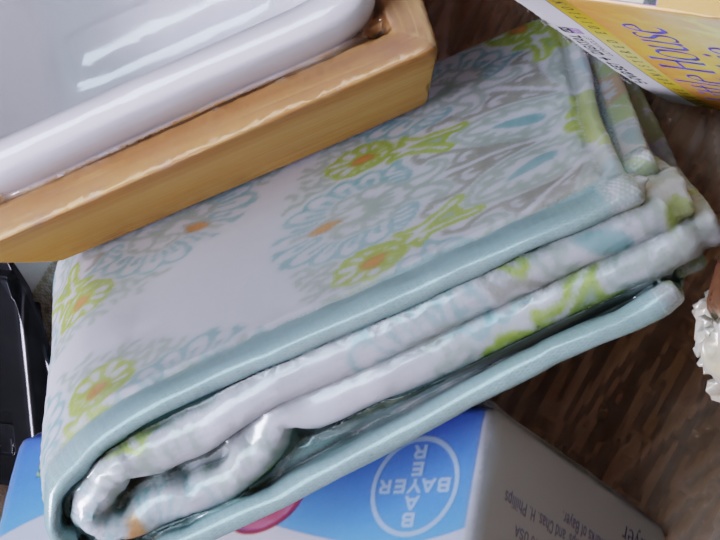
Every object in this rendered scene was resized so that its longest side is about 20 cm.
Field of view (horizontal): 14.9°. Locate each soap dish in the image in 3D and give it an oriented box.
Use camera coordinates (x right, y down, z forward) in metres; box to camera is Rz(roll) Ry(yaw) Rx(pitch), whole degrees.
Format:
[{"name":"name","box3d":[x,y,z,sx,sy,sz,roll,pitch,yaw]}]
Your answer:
[{"name":"soap dish","box3d":[-0.069,-0.109,0.842,0.157,0.081,0.201,-23,61,10]}]

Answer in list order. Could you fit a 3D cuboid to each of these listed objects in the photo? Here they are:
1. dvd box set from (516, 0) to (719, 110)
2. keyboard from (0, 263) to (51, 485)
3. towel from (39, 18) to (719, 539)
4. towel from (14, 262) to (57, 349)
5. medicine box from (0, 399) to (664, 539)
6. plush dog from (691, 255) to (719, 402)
[{"name":"dvd box set","box3d":[0.152,-0.054,0.692,0.199,0.146,0.030,11,86,24]},{"name":"keyboard","box3d":[-0.170,0.055,0.982,0.199,0.021,0.128,3,101,47]},{"name":"towel","box3d":[0.000,0.000,0.799,0.199,0.048,0.171,-24,21,6]},{"name":"towel","box3d":[-0.100,-0.044,0.935,0.200,0.024,0.147,40,112,17]},{"name":"medicine box","box3d":[-0.024,0.152,0.799,0.181,0.103,0.201,-6,62,36]},{"name":"plush dog","box3d":[0.186,0.069,0.683,0.200,0.160,0.173,20,106,60]}]
